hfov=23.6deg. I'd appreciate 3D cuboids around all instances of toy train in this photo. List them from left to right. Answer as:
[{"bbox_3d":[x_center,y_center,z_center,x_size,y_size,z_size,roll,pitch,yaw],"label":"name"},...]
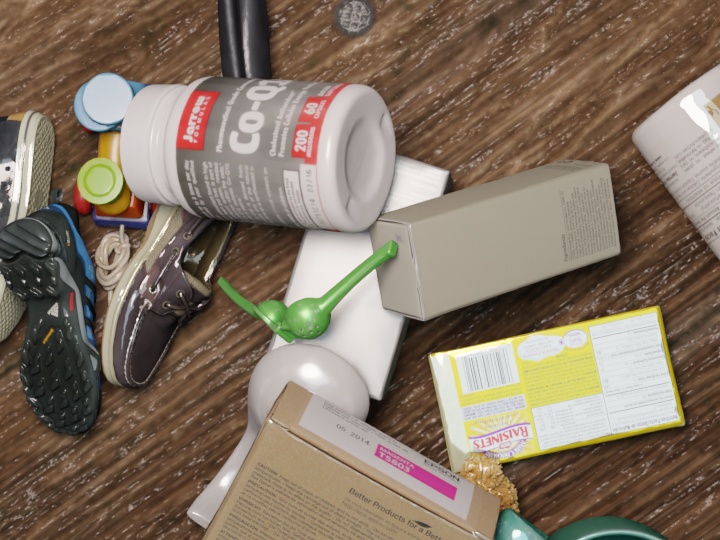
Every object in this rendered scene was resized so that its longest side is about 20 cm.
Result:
[{"bbox_3d":[-0.205,-0.062,1.434,0.084,0.116,0.202,4,86,4],"label":"toy train"}]

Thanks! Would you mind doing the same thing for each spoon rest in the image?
[{"bbox_3d":[-0.070,0.135,1.413,0.099,0.061,0.200,36,119,-9],"label":"spoon rest"}]

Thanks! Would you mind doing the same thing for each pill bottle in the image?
[{"bbox_3d":[-0.083,-0.094,1.356,0.198,0.114,0.115,6,87,27],"label":"pill bottle"},{"bbox_3d":[0.322,-0.064,1.401,0.114,0.114,0.201,-36,85,1],"label":"pill bottle"}]

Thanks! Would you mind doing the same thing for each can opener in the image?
[{"bbox_3d":[-0.094,-0.166,1.470,0.063,0.078,0.202,-19,80,41],"label":"can opener"}]

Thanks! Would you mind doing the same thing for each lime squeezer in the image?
[{"bbox_3d":[-0.056,0.022,1.367,0.199,0.038,0.071,-12,69,43],"label":"lime squeezer"}]

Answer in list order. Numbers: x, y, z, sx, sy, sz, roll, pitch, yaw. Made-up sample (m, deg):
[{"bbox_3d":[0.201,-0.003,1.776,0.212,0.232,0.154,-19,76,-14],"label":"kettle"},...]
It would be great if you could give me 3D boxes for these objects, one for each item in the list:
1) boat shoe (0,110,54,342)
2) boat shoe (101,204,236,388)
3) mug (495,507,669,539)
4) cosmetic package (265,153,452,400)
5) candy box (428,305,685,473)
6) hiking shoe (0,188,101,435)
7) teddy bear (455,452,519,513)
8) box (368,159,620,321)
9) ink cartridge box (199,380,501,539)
[{"bbox_3d":[-0.306,-0.038,1.464,0.062,0.075,0.202,5,82,10],"label":"boat shoe"},{"bbox_3d":[-0.155,0.008,1.445,0.064,0.072,0.201,19,82,27],"label":"boat shoe"},{"bbox_3d":[0.195,0.260,1.384,0.151,0.114,0.187,-18,90,0],"label":"mug"},{"bbox_3d":[0.000,0.000,1.434,0.106,0.090,0.202,19,91,5],"label":"cosmetic package"},{"bbox_3d":[0.163,0.099,1.445,0.198,0.026,0.103,-12,90,3],"label":"candy box"},{"bbox_3d":[-0.243,0.040,1.445,0.074,0.087,0.202,4,115,20],"label":"hiking shoe"},{"bbox_3d":[0.034,0.220,1.420,0.198,0.067,0.146,3,98,4],"label":"teddy bear"},{"bbox_3d":[0.109,-0.027,1.384,0.199,0.068,0.083,-16,104,-27],"label":"box"},{"bbox_3d":[-0.013,0.208,1.353,0.199,0.075,0.165,30,114,-1],"label":"ink cartridge box"}]
